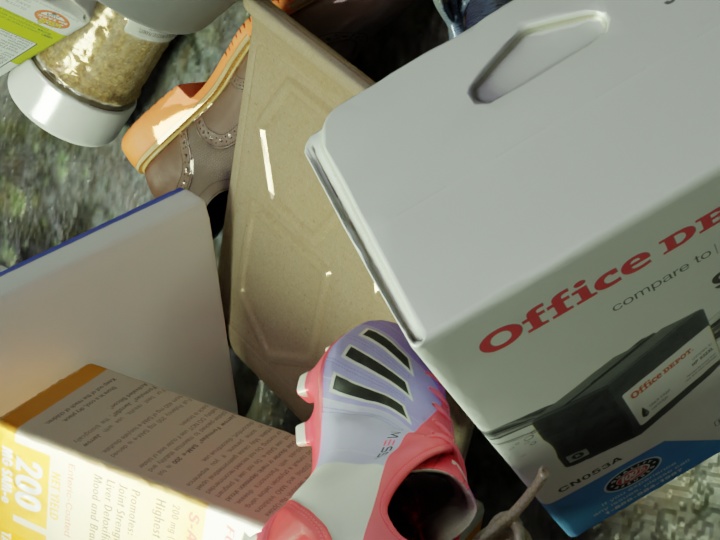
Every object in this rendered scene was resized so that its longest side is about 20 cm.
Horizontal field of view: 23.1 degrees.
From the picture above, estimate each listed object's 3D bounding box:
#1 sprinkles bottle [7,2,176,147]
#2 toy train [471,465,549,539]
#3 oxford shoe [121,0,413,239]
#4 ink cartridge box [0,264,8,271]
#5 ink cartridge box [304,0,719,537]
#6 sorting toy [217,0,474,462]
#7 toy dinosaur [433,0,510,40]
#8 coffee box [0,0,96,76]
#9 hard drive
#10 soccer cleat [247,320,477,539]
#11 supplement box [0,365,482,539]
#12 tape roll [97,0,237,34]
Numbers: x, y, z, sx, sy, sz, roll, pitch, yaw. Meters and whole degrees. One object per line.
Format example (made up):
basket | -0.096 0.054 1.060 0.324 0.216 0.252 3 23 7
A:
sprinkles bottle | -0.112 -0.160 0.923 0.200 0.068 0.068 -54 51 25
toy train | 0.051 0.172 0.614 0.116 0.085 0.200 37 118 1
oxford shoe | -0.032 -0.083 0.845 0.200 0.071 0.073 -36 81 40
ink cartridge box | -0.208 0.067 0.925 0.200 0.147 0.086 20 120 44
ink cartridge box | 0.089 -0.006 0.576 0.145 0.200 0.084 -31 60 5
sorting toy | 0.000 0.000 0.773 0.185 0.036 0.201 42 138 39
toy dinosaur | 0.055 -0.079 0.731 0.182 0.105 0.201 47 125 54
coffee box | -0.236 -0.233 0.908 0.198 0.199 0.200 -13 59 59
hard drive | -0.149 0.059 0.806 0.025 0.200 0.132 29 136 42
soccer cleat | 0.012 0.073 0.631 0.076 0.200 0.067 -16 108 19
supplement box | -0.058 0.135 0.750 0.199 0.073 0.127 17 115 23
tape roll | -0.108 -0.202 0.759 0.066 0.200 0.201 -35 60 22
